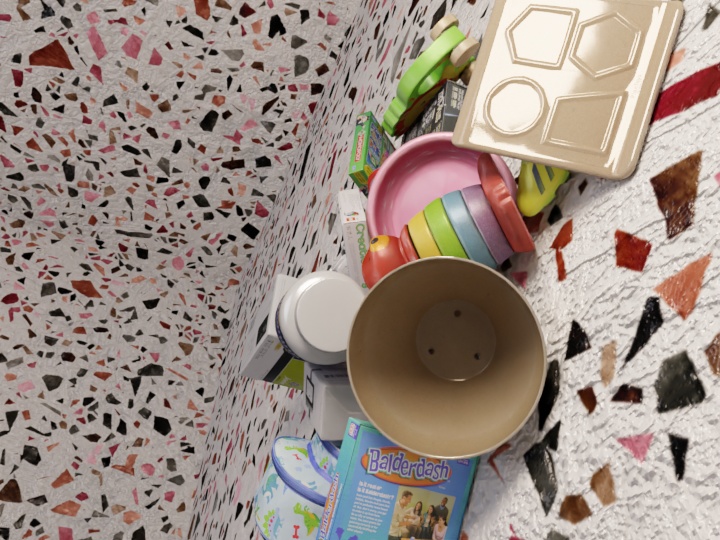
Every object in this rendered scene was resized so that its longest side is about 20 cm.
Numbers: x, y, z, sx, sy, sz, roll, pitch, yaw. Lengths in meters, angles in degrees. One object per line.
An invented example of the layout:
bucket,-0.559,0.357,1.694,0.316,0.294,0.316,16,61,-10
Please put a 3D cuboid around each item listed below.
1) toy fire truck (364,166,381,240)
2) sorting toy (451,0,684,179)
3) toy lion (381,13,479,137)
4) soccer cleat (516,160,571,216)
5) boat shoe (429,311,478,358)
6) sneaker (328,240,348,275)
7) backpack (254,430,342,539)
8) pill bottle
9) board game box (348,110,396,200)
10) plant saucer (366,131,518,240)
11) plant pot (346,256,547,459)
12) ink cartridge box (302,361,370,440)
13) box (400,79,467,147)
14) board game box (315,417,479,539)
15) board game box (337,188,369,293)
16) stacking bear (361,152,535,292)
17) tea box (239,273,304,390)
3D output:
toy fire truck,0.039,-0.057,0.980,0.141,0.048,0.202,10,114,59
sorting toy,0.211,-0.200,0.686,0.036,0.199,0.187,21,-93,-61
toy lion,0.106,-0.294,1.047,0.192,0.069,0.200,-42,-8,13
soccer cleat,0.208,-0.163,0.740,0.065,0.083,0.202,-144,73,-73
boat shoe,0.108,0.046,0.874,0.201,0.067,0.072,-94,28,-54
sneaker,-0.007,0.045,1.175,0.075,0.114,0.202,157,129,-69
backpack,-0.026,0.279,0.831,0.183,0.198,0.148,-146,75,-74
pill bottle,-0.048,0.060,0.807,0.200,0.110,0.112,147,139,-78
board game box,0.047,-0.149,1.100,0.029,0.200,0.136,-14,50,26
plant saucer,0.108,-0.076,0.853,0.202,0.199,0.051,-71,-18,2
plant pot,0.097,0.085,0.708,0.134,0.199,0.202,-6,-63,-76
ink cartridge box,-0.012,0.163,0.864,0.200,0.115,0.069,-166,79,-77
box,0.123,-0.159,1.015,0.164,0.085,0.202,135,149,-58
board game box,0.034,0.280,0.717,0.045,0.151,0.202,171,117,-72
board game box,0.000,0.000,0.927,0.127,0.034,0.202,-100,1,-64
stacking bear,0.091,-0.030,0.769,0.199,0.114,0.122,-27,33,14
tea box,-0.108,0.133,1.269,0.200,0.195,0.135,130,153,-51
